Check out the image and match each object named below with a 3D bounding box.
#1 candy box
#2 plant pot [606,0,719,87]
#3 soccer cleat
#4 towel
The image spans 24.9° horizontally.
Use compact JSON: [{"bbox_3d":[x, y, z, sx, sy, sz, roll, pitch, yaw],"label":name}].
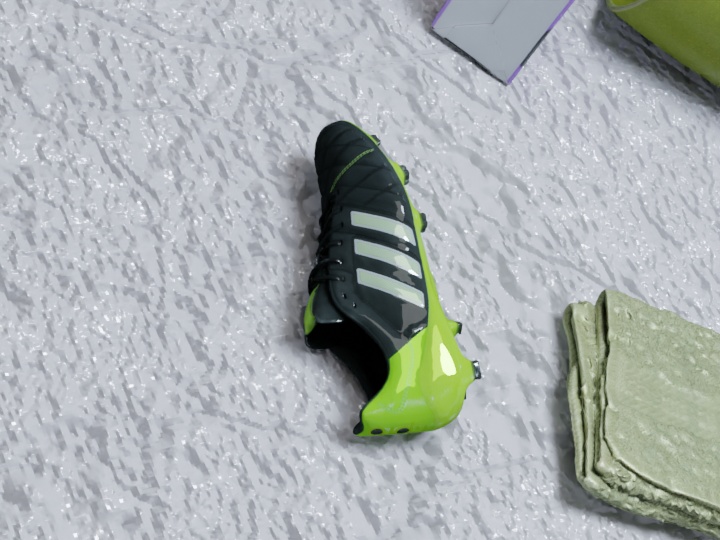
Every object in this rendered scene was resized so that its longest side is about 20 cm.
[{"bbox_3d":[0.147,-0.250,1.116,0.071,0.168,0.200,35,46,-2],"label":"candy box"},{"bbox_3d":[0.312,-0.188,1.176,0.200,0.187,0.188,43,45,-14],"label":"plant pot"},{"bbox_3d":[0.000,0.000,0.917,0.080,0.068,0.201,-10,61,-20],"label":"soccer cleat"},{"bbox_3d":[0.211,0.098,0.976,0.199,0.037,0.149,19,48,-15],"label":"towel"}]
